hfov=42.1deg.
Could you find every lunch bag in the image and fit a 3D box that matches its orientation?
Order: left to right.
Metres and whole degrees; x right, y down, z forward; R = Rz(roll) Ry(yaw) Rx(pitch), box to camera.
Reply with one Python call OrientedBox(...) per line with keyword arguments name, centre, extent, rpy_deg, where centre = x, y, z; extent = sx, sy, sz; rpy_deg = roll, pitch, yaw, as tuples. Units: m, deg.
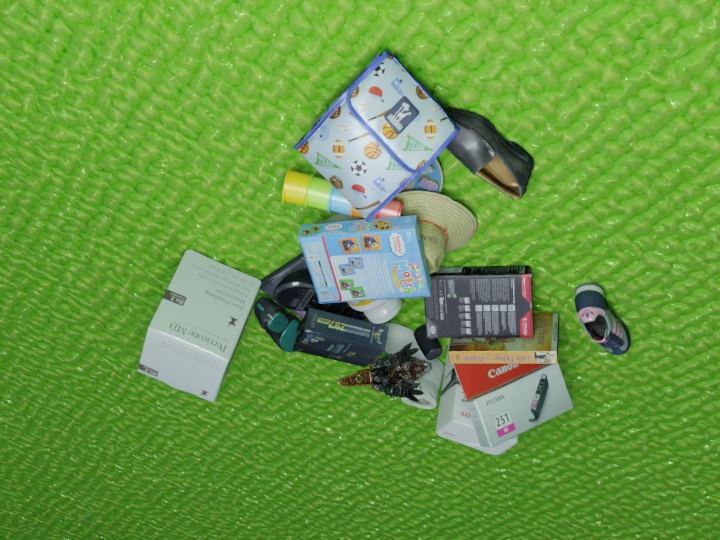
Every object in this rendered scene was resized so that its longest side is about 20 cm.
OrientedBox(name="lunch bag", centre=(0.027, -0.204, 1.400), extent=(0.170, 0.124, 0.199), rpy_deg=(44, 117, -11))

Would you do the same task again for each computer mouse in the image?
OrientedBox(name="computer mouse", centre=(-0.074, 0.045, 1.775), extent=(0.197, 0.053, 0.139), rpy_deg=(16, 140, -26))

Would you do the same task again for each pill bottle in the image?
OrientedBox(name="pill bottle", centre=(0.000, 0.000, 1.669), extent=(0.103, 0.105, 0.201), rpy_deg=(-14, 128, 27))

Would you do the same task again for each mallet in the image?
OrientedBox(name="mallet", centre=(0.164, 0.097, 1.793), extent=(0.041, 0.067, 0.201), rpy_deg=(-5, 147, -31))

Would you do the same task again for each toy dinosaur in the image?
OrientedBox(name="toy dinosaur", centre=(0.054, 0.204, 1.782), extent=(0.135, 0.198, 0.104), rpy_deg=(-12, 106, 61))

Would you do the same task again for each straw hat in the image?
OrientedBox(name="straw hat", centre=(0.104, -0.042, 1.599), extent=(0.197, 0.086, 0.202), rpy_deg=(2, 148, 1))

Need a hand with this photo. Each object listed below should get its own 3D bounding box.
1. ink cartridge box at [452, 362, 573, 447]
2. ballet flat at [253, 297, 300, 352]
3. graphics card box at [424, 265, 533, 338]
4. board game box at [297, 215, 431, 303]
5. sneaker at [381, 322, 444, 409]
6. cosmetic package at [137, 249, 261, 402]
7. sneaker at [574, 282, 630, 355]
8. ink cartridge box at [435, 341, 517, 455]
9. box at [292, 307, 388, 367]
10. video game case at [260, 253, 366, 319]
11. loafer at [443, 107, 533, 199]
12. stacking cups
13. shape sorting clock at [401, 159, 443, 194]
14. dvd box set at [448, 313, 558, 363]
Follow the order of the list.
OrientedBox(name="ink cartridge box", centre=(0.286, 0.211, 1.755), extent=(0.197, 0.177, 0.043), rpy_deg=(-20, 179, -22))
OrientedBox(name="ballet flat", centre=(-0.166, 0.104, 1.874), extent=(0.072, 0.074, 0.200), rpy_deg=(-1, 158, 13))
OrientedBox(name="graphics card box", centre=(0.214, 0.058, 1.706), extent=(0.196, 0.051, 0.128), rpy_deg=(-2, 111, 12))
OrientedBox(name="board game box", centre=(0.010, -0.016, 1.557), extent=(0.196, 0.037, 0.153), rpy_deg=(-3, 131, 15))
OrientedBox(name="sneaker", centre=(0.098, 0.200, 1.892), extent=(0.073, 0.117, 0.200), rpy_deg=(-24, 128, 37))
OrientedBox(name="cosmetic package", centre=(-0.308, 0.107, 1.795), extent=(0.162, 0.202, 0.166), rpy_deg=(22, 140, -5))
OrientedBox(name="sneaker", centre=(0.446, 0.114, 1.734), extent=(0.069, 0.083, 0.200), rpy_deg=(-18, 133, 30))
OrientedBox(name="ink cartridge box", centre=(0.237, 0.237, 1.828), extent=(0.142, 0.203, 0.084), rpy_deg=(19, 149, -11))
OrientedBox(name="box", centre=(-0.041, 0.132, 1.797), extent=(0.155, 0.052, 0.200), rpy_deg=(13, 164, -8))
OrientedBox(name="video game case", centre=(-0.085, 0.051, 1.834), extent=(0.199, 0.019, 0.142), rpy_deg=(36, 134, -28))
OrientedBox(name="loafer", centre=(0.187, -0.182, 1.451), extent=(0.198, 0.073, 0.073), rpy_deg=(27, 139, -17))
OrientedBox(name="stacking cups", centre=(-0.028, -0.119, 1.531), extent=(0.196, 0.061, 0.061), rpy_deg=(13, 141, 7))
OrientedBox(name="shape sorting clock", centre=(0.039, -0.151, 1.548), extent=(0.196, 0.040, 0.202), rpy_deg=(7, 140, 6))
OrientedBox(name="dvd box set", centre=(0.269, 0.125, 1.742), extent=(0.196, 0.147, 0.030), rpy_deg=(-1, 116, 15))
